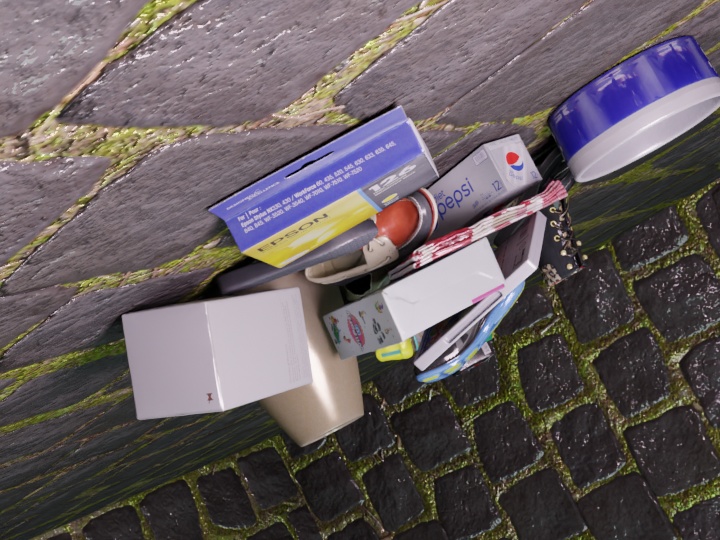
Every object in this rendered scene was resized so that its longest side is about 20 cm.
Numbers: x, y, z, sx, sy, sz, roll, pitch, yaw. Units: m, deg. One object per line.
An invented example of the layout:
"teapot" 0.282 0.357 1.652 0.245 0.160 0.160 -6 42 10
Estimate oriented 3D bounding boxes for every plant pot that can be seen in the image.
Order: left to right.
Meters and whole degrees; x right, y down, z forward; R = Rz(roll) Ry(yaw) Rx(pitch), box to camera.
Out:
"plant pot" -0.079 0.116 1.458 0.186 0.202 0.187 -26 172 -4

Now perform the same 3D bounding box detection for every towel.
"towel" 0.131 -0.045 1.308 0.198 0.023 0.144 -25 178 -11

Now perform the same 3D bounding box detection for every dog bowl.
"dog bowl" 0.323 -0.187 1.329 0.198 0.079 0.200 -27 171 -4

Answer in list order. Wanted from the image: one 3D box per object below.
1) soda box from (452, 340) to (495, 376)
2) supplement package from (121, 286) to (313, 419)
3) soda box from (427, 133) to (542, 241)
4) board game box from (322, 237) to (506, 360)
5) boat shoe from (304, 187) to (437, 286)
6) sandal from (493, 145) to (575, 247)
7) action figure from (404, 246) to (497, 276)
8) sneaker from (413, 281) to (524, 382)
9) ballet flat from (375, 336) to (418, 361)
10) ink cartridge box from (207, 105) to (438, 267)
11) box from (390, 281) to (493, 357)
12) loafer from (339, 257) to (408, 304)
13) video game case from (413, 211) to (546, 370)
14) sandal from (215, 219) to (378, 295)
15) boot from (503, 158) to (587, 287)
"soda box" 0.126 0.054 1.703 0.063 0.202 0.071 -25 171 -8
"supplement package" -0.155 0.089 1.265 0.116 0.119 0.199 -8 180 26
"soda box" 0.124 -0.085 1.365 0.068 0.064 0.200 -20 168 -40
"board game box" 0.058 0.037 1.312 0.146 0.065 0.200 -25 180 -23
"boat shoe" 0.011 -0.035 1.313 0.062 0.072 0.199 -14 169 -43
"sandal" 0.246 -0.103 1.493 0.075 0.048 0.202 -38 161 -55
"action figure" 0.117 -0.009 1.535 0.193 0.105 0.199 -42 -158 -23
"sneaker" 0.135 0.067 1.508 0.200 0.082 0.071 -51 170 -6
"ballet flat" 0.017 0.070 1.548 0.066 0.067 0.200 -23 -154 -8
"ink cartridge box" -0.025 -0.072 1.072 0.196 0.047 0.200 -28 173 7
"box" 0.093 0.036 1.609 0.116 0.201 0.049 -24 141 -11
"loafer" 0.000 0.000 1.458 0.069 0.076 0.200 -23 164 -26
"video game case" 0.146 0.024 1.371 0.200 0.018 0.144 -45 -170 28
"sandal" -0.076 -0.022 1.227 0.198 0.043 0.076 -19 175 21
"boot" 0.284 -0.075 1.591 0.073 0.155 0.204 -22 170 -27
